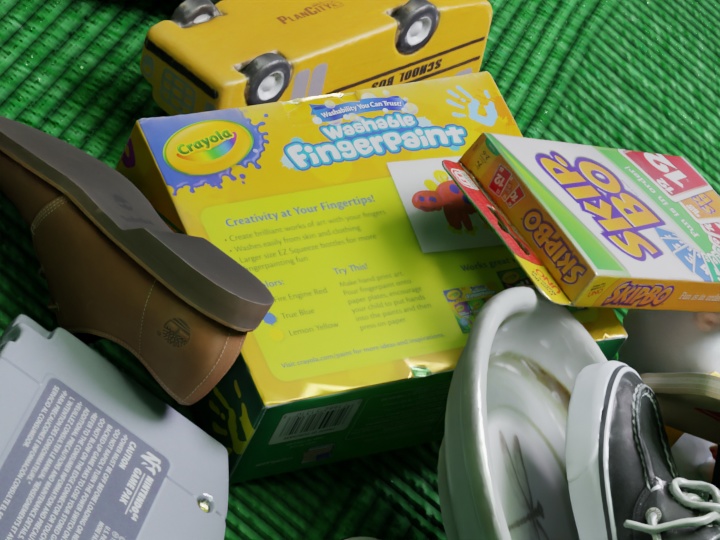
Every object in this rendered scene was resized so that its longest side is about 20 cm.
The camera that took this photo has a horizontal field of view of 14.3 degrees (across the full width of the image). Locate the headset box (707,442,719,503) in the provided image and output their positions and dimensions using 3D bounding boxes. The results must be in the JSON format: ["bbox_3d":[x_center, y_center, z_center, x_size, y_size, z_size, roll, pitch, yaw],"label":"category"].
[{"bbox_3d":[0.224,0.199,1.310,0.174,0.092,0.201,26,72,-50],"label":"headset box"}]

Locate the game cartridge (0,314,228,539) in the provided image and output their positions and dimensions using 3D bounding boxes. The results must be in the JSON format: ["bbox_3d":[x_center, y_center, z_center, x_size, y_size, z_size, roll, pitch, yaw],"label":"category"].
[{"bbox_3d":[-0.126,0.116,1.205,0.133,0.041,0.200,34,36,-8],"label":"game cartridge"}]

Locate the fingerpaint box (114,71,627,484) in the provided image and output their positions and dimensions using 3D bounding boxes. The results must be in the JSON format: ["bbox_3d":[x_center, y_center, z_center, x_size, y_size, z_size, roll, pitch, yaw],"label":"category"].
[{"bbox_3d":[0.000,0.000,1.375,0.199,0.073,0.167,-10,60,-29],"label":"fingerpaint box"}]

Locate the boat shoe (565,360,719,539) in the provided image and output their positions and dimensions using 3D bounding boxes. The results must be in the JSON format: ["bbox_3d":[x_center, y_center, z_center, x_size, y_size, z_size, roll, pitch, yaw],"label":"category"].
[{"bbox_3d":[0.135,0.126,1.241,0.074,0.068,0.200,43,36,-47],"label":"boat shoe"}]

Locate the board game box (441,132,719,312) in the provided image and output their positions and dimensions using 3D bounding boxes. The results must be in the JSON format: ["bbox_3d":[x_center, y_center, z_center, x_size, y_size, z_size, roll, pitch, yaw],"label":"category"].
[{"bbox_3d":[0.126,-0.021,1.382,0.200,0.030,0.096,0,45,-50],"label":"board game box"}]

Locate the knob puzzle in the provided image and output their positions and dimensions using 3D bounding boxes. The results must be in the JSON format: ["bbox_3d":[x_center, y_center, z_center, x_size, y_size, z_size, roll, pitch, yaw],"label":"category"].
[{"bbox_3d":[0.213,0.071,1.324,0.219,0.219,0.031,22,81,-28],"label":"knob puzzle"}]

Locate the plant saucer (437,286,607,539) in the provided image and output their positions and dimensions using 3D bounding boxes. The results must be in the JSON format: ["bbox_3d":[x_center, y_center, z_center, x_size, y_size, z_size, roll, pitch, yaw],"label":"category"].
[{"bbox_3d":[0.080,0.110,1.281,0.200,0.050,0.201,45,34,-44],"label":"plant saucer"}]

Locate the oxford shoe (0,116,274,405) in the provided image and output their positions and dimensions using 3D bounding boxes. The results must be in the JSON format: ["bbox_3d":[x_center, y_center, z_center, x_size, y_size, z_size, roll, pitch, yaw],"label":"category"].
[{"bbox_3d":[-0.128,-0.010,1.299,0.200,0.071,0.071,40,17,35],"label":"oxford shoe"}]

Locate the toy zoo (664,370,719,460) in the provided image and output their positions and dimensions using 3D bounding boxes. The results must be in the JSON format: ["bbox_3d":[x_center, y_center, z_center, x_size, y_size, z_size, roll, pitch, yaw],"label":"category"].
[{"bbox_3d":[0.176,0.144,1.407,0.131,0.020,0.200,-44,95,-17],"label":"toy zoo"}]

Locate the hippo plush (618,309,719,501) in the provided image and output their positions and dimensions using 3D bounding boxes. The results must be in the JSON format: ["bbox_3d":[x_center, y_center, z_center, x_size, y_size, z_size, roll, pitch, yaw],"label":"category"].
[{"bbox_3d":[0.195,0.064,1.520,0.160,0.159,0.201,-11,103,-30],"label":"hippo plush"}]

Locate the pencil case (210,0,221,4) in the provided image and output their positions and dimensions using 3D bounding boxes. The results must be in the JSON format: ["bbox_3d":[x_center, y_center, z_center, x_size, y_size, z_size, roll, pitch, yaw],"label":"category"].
[{"bbox_3d":[-0.072,-0.184,1.518,0.199,0.091,0.083,6,24,-38],"label":"pencil case"}]

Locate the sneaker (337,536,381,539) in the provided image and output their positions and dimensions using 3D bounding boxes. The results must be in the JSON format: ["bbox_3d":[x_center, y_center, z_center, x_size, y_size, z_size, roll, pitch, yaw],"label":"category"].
[{"bbox_3d":[0.059,0.187,1.255,0.200,0.083,0.072,46,59,4],"label":"sneaker"}]

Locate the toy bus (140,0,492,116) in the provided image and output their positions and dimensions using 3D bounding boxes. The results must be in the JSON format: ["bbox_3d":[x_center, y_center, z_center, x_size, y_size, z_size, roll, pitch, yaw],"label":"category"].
[{"bbox_3d":[-0.023,-0.110,1.476,0.200,0.079,0.065,-24,51,-40],"label":"toy bus"}]
